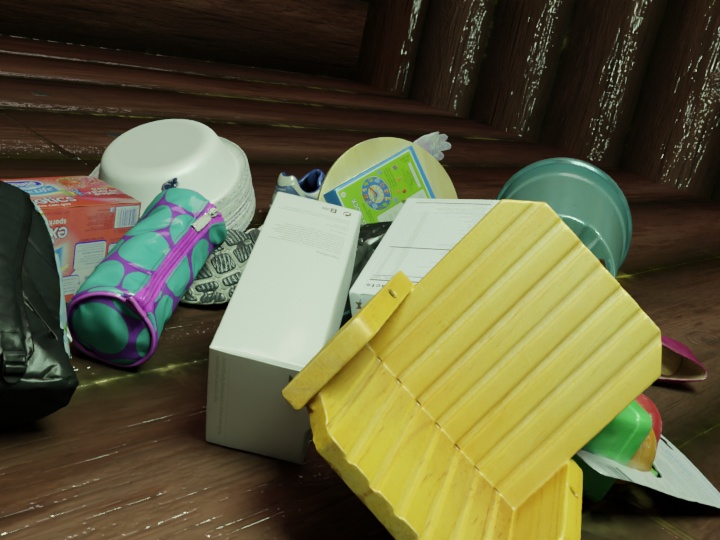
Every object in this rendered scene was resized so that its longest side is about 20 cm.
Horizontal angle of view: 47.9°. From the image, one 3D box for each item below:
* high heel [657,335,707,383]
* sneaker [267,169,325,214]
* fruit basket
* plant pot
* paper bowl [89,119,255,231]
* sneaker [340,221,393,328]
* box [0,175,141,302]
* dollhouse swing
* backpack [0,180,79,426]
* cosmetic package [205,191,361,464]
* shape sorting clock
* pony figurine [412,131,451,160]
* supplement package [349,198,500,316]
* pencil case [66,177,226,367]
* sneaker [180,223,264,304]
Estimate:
[{"bbox_3d":[0.304,0.090,0.928,0.196,0.069,0.096,7,8,-29],"label":"high heel"},{"bbox_3d":[-0.052,-0.107,1.239,0.074,0.090,0.198,24,19,37],"label":"sneaker"},{"bbox_3d":[0.216,0.141,0.722,0.198,0.095,0.186,27,16,-34],"label":"fruit basket"},{"bbox_3d":[0.253,-0.026,1.048,0.196,0.204,0.196,16,22,10],"label":"plant pot"},{"bbox_3d":[-0.228,-0.104,0.962,0.195,0.106,0.203,-4,39,3],"label":"paper bowl"},{"bbox_3d":[0.000,0.000,0.870,0.074,0.081,0.199,-2,18,32],"label":"sneaker"},{"bbox_3d":[-0.323,-0.027,0.786,0.094,0.105,0.198,24,22,33],"label":"box"},{"bbox_3d":[0.095,0.074,0.535,0.201,0.176,0.182,48,21,1],"label":"dollhouse swing"},{"bbox_3d":[-0.298,0.016,0.596,0.160,0.154,0.204,5,57,-31],"label":"backpack"},{"bbox_3d":[-0.058,0.040,0.665,0.083,0.109,0.202,13,38,2],"label":"cosmetic package"},{"bbox_3d":[0.036,-0.061,0.998,0.196,0.205,0.039,4,-4,-27],"label":"shape sorting clock"},{"bbox_3d":[0.083,-0.130,1.339,0.190,0.169,0.200,-9,44,-42],"label":"pony figurine"},{"bbox_3d":[0.074,0.021,0.797,0.111,0.112,0.201,3,30,20],"label":"supplement package"},{"bbox_3d":[-0.192,-0.001,0.753,0.086,0.091,0.201,51,29,-21],"label":"pencil case"},{"bbox_3d":[-0.132,-0.002,0.913,0.197,0.080,0.079,-18,77,-36],"label":"sneaker"}]
